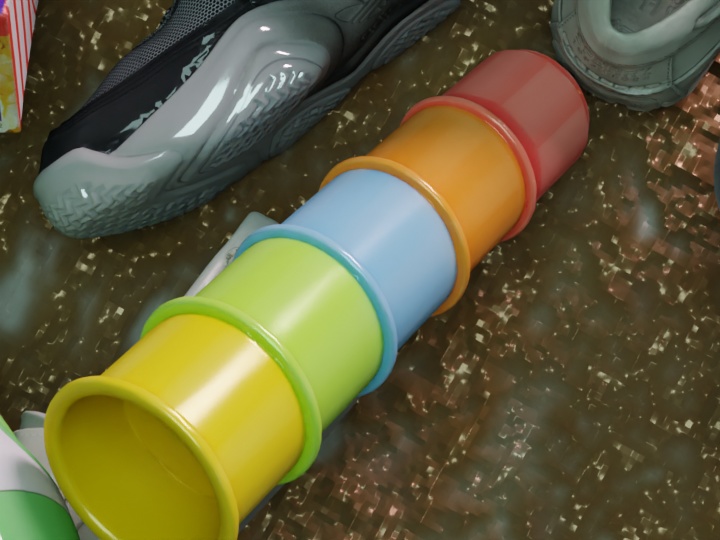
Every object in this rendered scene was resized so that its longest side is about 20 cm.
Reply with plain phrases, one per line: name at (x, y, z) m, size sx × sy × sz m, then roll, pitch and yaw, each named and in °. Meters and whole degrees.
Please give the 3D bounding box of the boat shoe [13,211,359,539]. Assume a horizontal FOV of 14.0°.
boat shoe at (-0.077, 0.067, 0.823) m, size 0.066 × 0.072 × 0.200 m, roll 42°, pitch 84°, yaw 10°

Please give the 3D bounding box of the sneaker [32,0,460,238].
sneaker at (-0.034, -0.103, 0.845) m, size 0.200 × 0.076 × 0.114 m, roll -39°, pitch 83°, yaw -10°

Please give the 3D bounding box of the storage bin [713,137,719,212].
storage bin at (0.196, -0.050, 0.733) m, size 0.199 × 0.134 × 0.147 m, roll 14°, pitch 73°, yaw 7°

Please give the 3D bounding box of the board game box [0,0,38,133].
board game box at (-0.187, -0.109, 0.823) m, size 0.198 × 0.046 × 0.152 m, roll 1°, pitch 47°, yaw 1°

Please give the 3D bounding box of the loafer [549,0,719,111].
loafer at (0.117, -0.140, 0.846) m, size 0.070 × 0.070 × 0.201 m, roll 24°, pitch 83°, yaw 4°

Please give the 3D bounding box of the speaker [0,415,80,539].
speaker at (-0.152, 0.030, 0.788) m, size 0.088 × 0.089 × 0.200 m, roll -37°, pitch 57°, yaw -4°

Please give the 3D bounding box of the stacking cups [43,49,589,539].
stacking cups at (0.000, 0.000, 0.786) m, size 0.060 × 0.061 × 0.200 m, roll 42°, pitch 51°, yaw 6°
